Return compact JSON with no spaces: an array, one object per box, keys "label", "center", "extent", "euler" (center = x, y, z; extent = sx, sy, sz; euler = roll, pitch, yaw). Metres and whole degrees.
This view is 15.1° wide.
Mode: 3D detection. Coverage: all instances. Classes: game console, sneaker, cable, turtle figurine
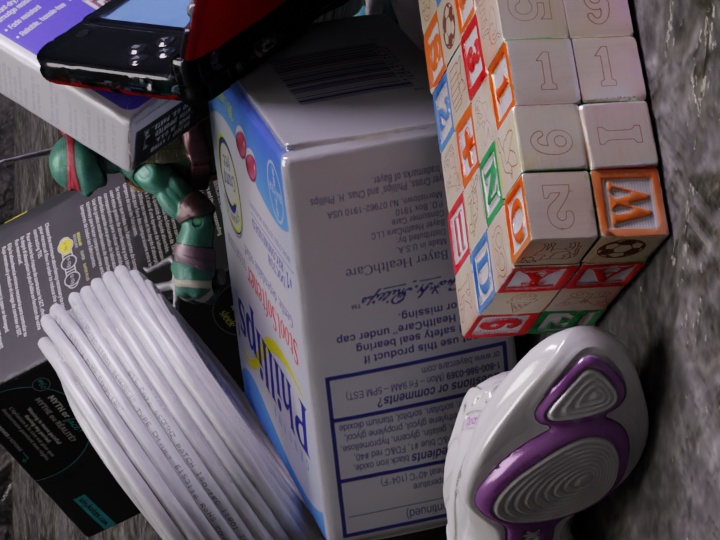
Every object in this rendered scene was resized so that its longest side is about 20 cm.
[{"label":"game console","center":[-0.051,-0.177,1.314],"extent":[0.172,0.200,0.119],"euler":[10,126,40]},{"label":"sneaker","center":[0.066,0.072,1.161],"extent":[0.201,0.074,0.100],"euler":[106,156,-54]},{"label":"cable","center":[-0.083,0.091,1.353],"extent":[0.200,0.069,0.200],"euler":[56,178,-30]},{"label":"turtle figurine","center":[-0.091,-0.056,1.440],"extent":[0.101,0.198,0.150],"euler":[91,167,-53]}]

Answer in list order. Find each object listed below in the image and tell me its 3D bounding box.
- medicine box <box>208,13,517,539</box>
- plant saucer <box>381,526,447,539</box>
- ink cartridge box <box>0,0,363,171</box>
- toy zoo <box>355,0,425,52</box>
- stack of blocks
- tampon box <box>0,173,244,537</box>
[{"label":"medicine box","center":[0.000,0.000,1.315],"extent":[0.182,0.102,0.201],"euler":[-127,29,-65]},{"label":"plant saucer","center":[-0.038,0.169,1.439],"extent":[0.200,0.037,0.201],"euler":[-35,31,25]},{"label":"ink cartridge box","center":[-0.132,-0.155,1.434],"extent":[0.199,0.198,0.044],"euler":[34,137,21]},{"label":"toy zoo","center":[0.016,-0.106,1.462],"extent":[0.201,0.020,0.132],"euler":[-107,20,-47]},{"label":"stack of blocks","center":[0.071,-0.086,1.148],"extent":[0.115,0.058,0.201],"euler":[119,146,-66]},{"label":"tampon box","center":[-0.114,0.030,1.562],"extent":[0.150,0.199,0.127],"euler":[55,-168,-44]}]
